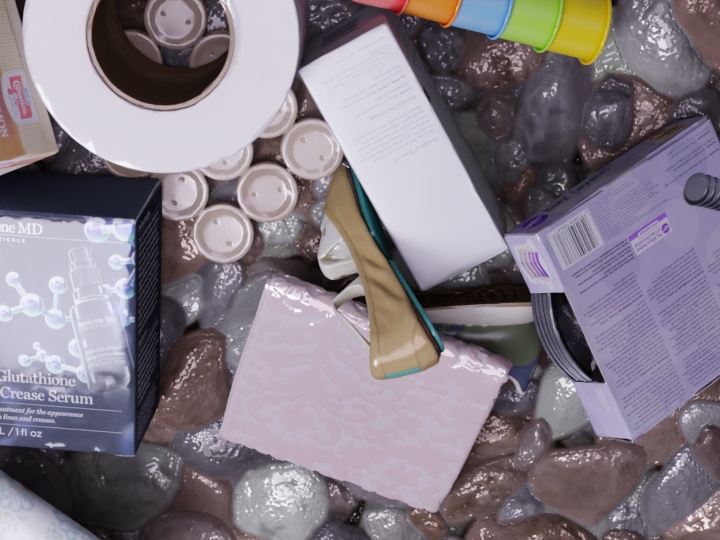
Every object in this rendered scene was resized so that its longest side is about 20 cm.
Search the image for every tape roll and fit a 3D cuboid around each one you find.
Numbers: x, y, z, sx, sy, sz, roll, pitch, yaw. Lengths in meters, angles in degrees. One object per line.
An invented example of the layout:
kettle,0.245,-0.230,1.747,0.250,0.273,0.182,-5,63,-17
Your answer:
tape roll,-0.140,-0.185,1.615,0.202,0.139,0.203,0,106,1

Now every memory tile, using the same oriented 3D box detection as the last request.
memory tile,-0.127,-0.113,1.718,0.200,0.017,0.153,44,103,-11

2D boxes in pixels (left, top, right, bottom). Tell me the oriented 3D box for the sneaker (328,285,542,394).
sneaker,0.048,0.064,1.739,0.200,0.067,0.090,-1,107,3

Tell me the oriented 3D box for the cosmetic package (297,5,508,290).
cosmetic package,0.034,-0.097,1.669,0.081,0.113,0.200,-29,106,10

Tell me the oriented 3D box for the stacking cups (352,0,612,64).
stacking cups,0.086,-0.202,1.639,0.200,0.061,0.061,10,107,-14

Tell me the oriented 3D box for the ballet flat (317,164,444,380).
ballet flat,0.000,0.000,1.643,0.063,0.200,0.069,-26,140,1

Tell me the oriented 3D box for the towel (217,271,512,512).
towel,0.000,0.099,1.728,0.200,0.032,0.191,20,135,-1

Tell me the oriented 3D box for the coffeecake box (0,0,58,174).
coffeecake box,-0.334,-0.132,1.623,0.200,0.073,0.154,-17,89,39

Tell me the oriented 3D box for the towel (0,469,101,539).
towel,-0.288,0.269,1.719,0.171,0.048,0.200,35,104,-11

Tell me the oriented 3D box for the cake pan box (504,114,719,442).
cake pan box,0.223,0.007,1.673,0.200,0.052,0.184,-35,105,-26

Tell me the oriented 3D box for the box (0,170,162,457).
box,-0.238,0.031,1.710,0.148,0.107,0.200,4,110,5
